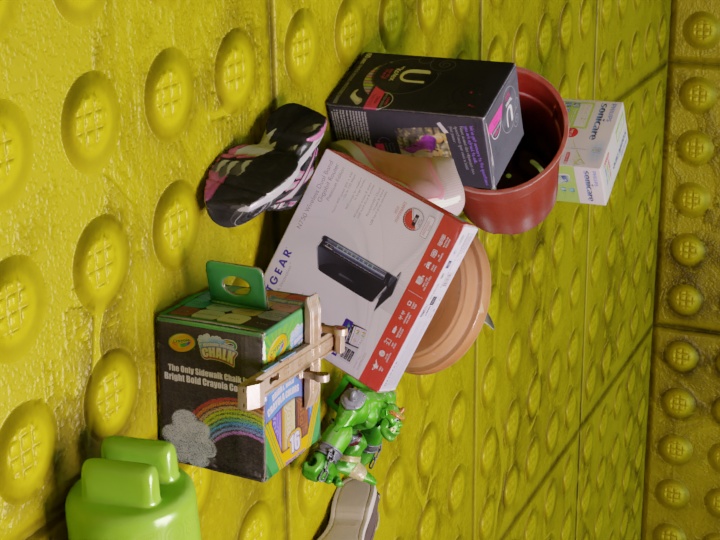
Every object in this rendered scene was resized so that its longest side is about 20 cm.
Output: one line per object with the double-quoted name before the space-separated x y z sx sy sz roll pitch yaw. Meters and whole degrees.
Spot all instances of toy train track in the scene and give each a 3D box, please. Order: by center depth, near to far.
"toy train track" -0.055 0.092 1.345 0.200 0.032 0.115 -29 123 -60

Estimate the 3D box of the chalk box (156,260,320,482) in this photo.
"chalk box" -0.118 0.086 1.391 0.124 0.125 0.200 -30 125 -61

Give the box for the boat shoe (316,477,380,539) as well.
"boat shoe" -0.022 0.351 1.766 0.200 0.072 0.060 -67 150 -45

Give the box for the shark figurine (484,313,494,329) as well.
"shark figurine" 0.113 0.089 1.997 0.128 0.089 0.215 46 37 -19

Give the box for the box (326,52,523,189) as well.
"box" 0.079 -0.180 1.670 0.122 0.200 0.106 -60 148 -43

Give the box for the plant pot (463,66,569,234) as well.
"plant pot" 0.200 -0.155 1.994 0.195 0.200 0.201 66 38 -64

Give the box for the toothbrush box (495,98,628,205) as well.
"toothbrush box" 0.298 -0.188 2.175 0.086 0.200 0.146 71 36 -47

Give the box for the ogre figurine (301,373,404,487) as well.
"ogre figurine" -0.008 0.198 1.729 0.200 0.098 0.120 16 100 -52

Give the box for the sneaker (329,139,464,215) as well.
"sneaker" 0.046 -0.101 1.609 0.105 0.200 0.075 -14 119 -25

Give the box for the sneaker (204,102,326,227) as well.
"sneaker" -0.091 -0.091 1.468 0.200 0.080 0.086 -46 148 -46

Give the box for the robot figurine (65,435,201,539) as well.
"robot figurine" -0.201 0.251 1.260 0.175 0.115 0.200 -60 150 -65

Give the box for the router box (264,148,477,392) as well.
"router box" 0.000 0.000 1.497 0.200 0.179 0.049 -64 159 9

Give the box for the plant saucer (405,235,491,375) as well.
"plant saucer" 0.076 0.029 1.747 0.032 0.200 0.201 15 83 -43
